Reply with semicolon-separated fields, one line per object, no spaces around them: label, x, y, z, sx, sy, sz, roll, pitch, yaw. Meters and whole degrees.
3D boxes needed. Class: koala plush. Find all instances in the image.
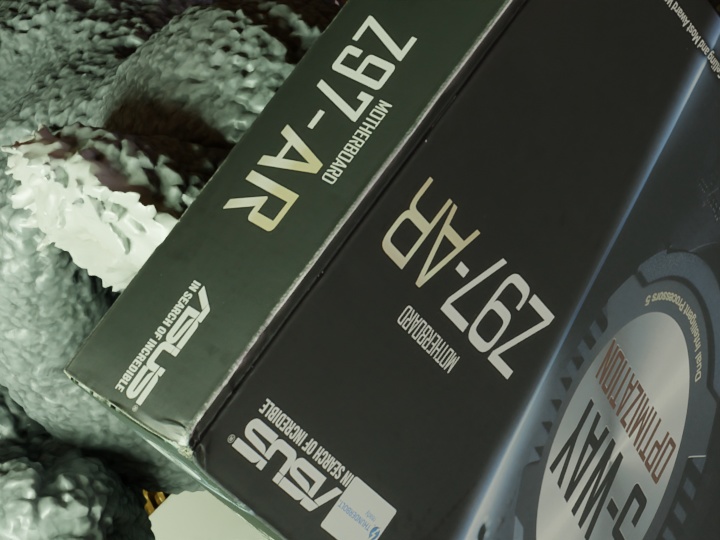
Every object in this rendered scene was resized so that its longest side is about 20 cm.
koala plush;-0.037;-0.017;0.682;0.177;0.200;0.184;-21;86;-22

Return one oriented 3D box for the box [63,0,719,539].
box;0.042;0.015;0.616;0.160;0.044;0.200;-53;137;-9

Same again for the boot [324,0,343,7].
boot;-0.023;-0.173;0.782;0.151;0.073;0.200;-46;123;-22

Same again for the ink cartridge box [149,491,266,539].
ink cartridge box;-0.028;0.179;0.854;0.146;0.084;0.200;-45;129;-32

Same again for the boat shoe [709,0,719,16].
boat shoe;0.100;-0.037;0.812;0.074;0.073;0.200;35;80;-19
